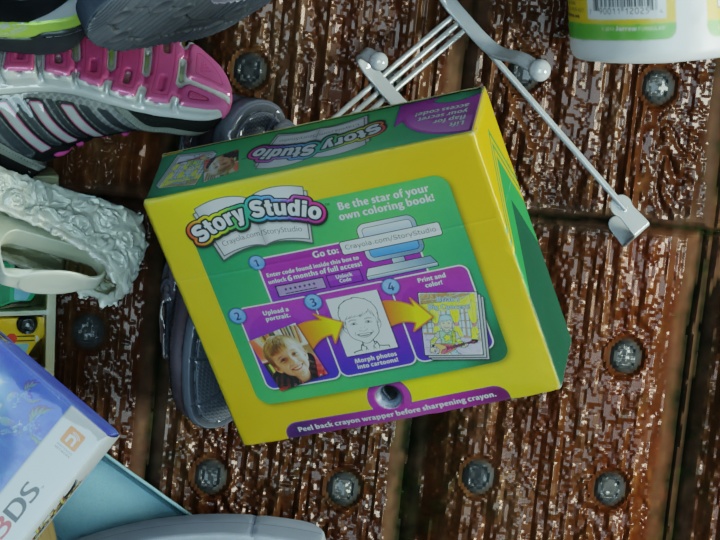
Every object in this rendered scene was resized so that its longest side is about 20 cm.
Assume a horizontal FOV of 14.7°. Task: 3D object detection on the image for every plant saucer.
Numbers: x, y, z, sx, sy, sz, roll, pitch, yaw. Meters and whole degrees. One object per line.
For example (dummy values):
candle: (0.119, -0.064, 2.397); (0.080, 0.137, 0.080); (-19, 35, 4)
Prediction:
plant saucer: (-0.103, 0.191, 1.723); (0.199, 0.019, 0.070); (36, 96, -9)

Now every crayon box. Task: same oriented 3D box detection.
crayon box: (0.000, 0.000, 1.585); (0.199, 0.058, 0.173); (-11, 118, 18)

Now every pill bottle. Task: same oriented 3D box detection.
pill bottle: (0.172, -0.226, 1.621); (0.110, 0.111, 0.202); (-3, 100, -3)

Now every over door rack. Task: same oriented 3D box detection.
over door rack: (0.066, -0.052, 1.650); (0.148, 0.067, 0.200); (-41, 100, -11)

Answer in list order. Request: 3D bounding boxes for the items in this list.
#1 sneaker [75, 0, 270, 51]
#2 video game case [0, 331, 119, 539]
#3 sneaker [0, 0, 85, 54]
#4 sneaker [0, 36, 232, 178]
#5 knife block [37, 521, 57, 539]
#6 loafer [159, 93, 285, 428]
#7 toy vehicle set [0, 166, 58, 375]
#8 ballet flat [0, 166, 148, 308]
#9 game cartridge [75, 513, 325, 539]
sneaker: (-0.115, -0.175, 1.578); (0.070, 0.200, 0.082); (-30, 86, 21)
video game case: (-0.271, 0.100, 1.598); (0.200, 0.045, 0.182); (39, 90, 4)
sneaker: (-0.240, -0.174, 1.574); (0.198, 0.072, 0.083); (-1, 134, -11)
sneaker: (-0.175, -0.096, 1.630); (0.198, 0.074, 0.088); (4, 133, -5)
knife block: (-0.221, 0.219, 1.641); (0.199, 0.064, 0.177); (-19, 69, 13)
loafer: (-0.087, -0.009, 1.677); (0.072, 0.063, 0.202); (-2, 105, -44)
toy vehicle set: (-0.279, 0.003, 1.651); (0.198, 0.027, 0.125); (-2, 104, -15)
ballet flat: (-0.214, -0.027, 1.603); (0.199, 0.072, 0.072); (15, 99, -19)
game cartridge: (-0.110, 0.217, 1.699); (0.198, 0.041, 0.134); (-8, 111, 7)
